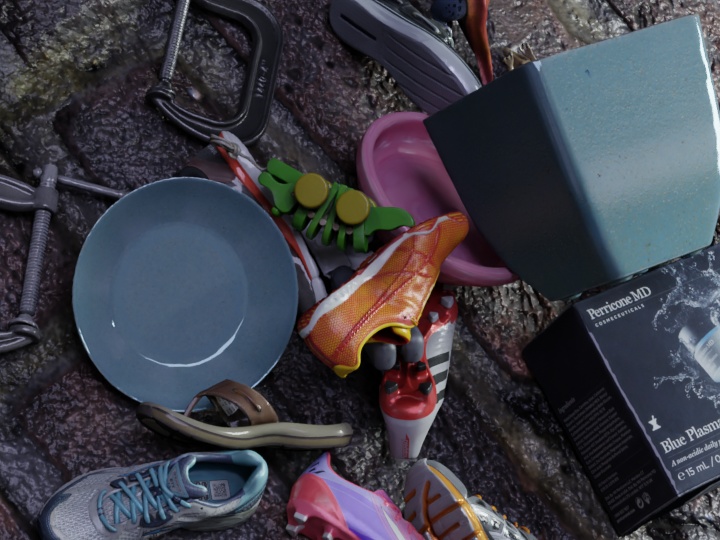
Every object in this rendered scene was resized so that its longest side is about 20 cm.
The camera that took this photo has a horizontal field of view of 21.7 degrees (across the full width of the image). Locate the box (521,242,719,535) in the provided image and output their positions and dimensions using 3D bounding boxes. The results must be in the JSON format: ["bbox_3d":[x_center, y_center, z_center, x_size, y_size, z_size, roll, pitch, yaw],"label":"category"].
[{"bbox_3d":[0.292,0.108,1.745,0.196,0.118,0.201,-20,73,-29],"label":"box"}]

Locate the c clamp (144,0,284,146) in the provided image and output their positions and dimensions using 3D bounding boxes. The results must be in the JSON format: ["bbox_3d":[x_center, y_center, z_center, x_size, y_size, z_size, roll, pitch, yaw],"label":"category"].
[{"bbox_3d":[-0.154,-0.210,1.774,0.170,0.027,0.202,15,60,-21],"label":"c clamp"}]

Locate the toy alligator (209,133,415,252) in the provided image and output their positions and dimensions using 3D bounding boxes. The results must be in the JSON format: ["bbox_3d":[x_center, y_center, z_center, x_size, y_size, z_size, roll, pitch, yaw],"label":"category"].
[{"bbox_3d":[-0.050,-0.059,1.640,0.199,0.059,0.055,22,89,8],"label":"toy alligator"}]

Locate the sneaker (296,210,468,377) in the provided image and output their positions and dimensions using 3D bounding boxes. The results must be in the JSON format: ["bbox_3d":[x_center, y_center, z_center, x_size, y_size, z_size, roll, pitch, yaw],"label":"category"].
[{"bbox_3d":[0.028,0.020,1.599,0.200,0.073,0.077,-41,92,-30],"label":"sneaker"}]

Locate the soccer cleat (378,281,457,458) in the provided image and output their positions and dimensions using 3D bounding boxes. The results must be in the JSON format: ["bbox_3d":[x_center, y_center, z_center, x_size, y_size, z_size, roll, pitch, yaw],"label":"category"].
[{"bbox_3d":[0.049,0.083,1.691,0.068,0.086,0.201,5,38,4],"label":"soccer cleat"}]

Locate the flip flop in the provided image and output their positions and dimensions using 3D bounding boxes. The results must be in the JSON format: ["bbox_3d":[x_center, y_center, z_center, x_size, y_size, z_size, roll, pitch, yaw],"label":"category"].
[{"bbox_3d":[-0.097,0.122,1.595,0.198,0.081,0.058,6,84,-25],"label":"flip flop"}]

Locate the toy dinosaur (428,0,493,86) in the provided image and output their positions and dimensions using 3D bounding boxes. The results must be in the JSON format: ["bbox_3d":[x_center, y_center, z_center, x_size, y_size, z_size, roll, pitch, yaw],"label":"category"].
[{"bbox_3d":[0.114,-0.296,1.828,0.200,0.182,0.105,44,58,2],"label":"toy dinosaur"}]

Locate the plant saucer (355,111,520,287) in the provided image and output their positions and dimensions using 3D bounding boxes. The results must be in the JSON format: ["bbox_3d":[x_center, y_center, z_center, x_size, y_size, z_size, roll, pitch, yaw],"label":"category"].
[{"bbox_3d":[0.077,-0.059,1.749,0.199,0.051,0.202,22,41,-21],"label":"plant saucer"}]

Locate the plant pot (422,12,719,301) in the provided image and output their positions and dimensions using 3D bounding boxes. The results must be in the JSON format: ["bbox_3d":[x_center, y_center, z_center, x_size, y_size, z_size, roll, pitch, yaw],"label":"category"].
[{"bbox_3d":[0.206,-0.087,1.670,0.195,0.195,0.202,-18,88,-29],"label":"plant pot"}]

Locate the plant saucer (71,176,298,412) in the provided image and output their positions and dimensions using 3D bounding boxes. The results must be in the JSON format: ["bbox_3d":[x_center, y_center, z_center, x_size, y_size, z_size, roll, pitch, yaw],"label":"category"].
[{"bbox_3d":[-0.154,0.020,1.627,0.199,0.039,0.203,0,91,-19],"label":"plant saucer"}]

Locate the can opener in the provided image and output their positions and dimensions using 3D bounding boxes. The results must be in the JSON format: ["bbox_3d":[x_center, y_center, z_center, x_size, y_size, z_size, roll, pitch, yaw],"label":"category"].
[{"bbox_3d":[0.000,0.000,1.665,0.053,0.067,0.200,-13,43,-17],"label":"can opener"}]

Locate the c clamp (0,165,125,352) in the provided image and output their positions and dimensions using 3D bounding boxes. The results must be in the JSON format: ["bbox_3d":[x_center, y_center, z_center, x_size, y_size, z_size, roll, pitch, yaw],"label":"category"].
[{"bbox_3d":[-0.301,-0.012,1.606,0.170,0.027,0.201,18,60,-13],"label":"c clamp"}]

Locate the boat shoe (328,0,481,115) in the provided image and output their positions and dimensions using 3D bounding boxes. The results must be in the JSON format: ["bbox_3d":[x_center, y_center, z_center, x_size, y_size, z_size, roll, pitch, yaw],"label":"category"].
[{"bbox_3d":[0.057,-0.218,1.808,0.071,0.072,0.200,-26,57,-35],"label":"boat shoe"}]

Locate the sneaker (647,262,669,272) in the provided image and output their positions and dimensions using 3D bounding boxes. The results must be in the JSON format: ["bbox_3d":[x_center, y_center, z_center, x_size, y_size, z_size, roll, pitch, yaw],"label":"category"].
[{"bbox_3d":[0.283,-0.081,1.868,0.090,0.076,0.201,14,54,-4],"label":"sneaker"}]

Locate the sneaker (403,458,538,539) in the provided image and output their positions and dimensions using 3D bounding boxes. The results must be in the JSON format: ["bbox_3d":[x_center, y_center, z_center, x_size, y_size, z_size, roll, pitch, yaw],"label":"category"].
[{"bbox_3d":[0.113,0.244,1.638,0.200,0.078,0.077,52,45,3],"label":"sneaker"}]

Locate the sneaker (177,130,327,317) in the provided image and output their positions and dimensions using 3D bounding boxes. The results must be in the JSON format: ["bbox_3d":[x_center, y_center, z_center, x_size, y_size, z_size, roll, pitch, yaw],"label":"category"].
[{"bbox_3d":[-0.097,-0.024,1.692,0.082,0.077,0.201,-32,78,-3],"label":"sneaker"}]

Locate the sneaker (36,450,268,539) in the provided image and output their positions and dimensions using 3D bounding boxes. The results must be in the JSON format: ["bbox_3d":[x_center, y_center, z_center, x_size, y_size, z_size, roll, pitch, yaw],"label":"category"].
[{"bbox_3d":[-0.168,0.181,1.540,0.199,0.086,0.078,-13,71,-26],"label":"sneaker"}]

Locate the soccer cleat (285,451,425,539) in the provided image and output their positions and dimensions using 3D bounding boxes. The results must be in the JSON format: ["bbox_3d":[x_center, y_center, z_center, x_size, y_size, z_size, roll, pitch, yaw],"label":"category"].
[{"bbox_3d":[0.028,0.234,1.608,0.199,0.067,0.077,32,60,-1],"label":"soccer cleat"}]

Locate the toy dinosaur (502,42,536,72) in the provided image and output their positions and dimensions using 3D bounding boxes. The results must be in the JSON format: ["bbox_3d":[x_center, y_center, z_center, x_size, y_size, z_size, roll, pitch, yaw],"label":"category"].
[{"bbox_3d":[0.172,-0.149,1.837,0.058,0.101,0.202,-10,62,11],"label":"toy dinosaur"}]
